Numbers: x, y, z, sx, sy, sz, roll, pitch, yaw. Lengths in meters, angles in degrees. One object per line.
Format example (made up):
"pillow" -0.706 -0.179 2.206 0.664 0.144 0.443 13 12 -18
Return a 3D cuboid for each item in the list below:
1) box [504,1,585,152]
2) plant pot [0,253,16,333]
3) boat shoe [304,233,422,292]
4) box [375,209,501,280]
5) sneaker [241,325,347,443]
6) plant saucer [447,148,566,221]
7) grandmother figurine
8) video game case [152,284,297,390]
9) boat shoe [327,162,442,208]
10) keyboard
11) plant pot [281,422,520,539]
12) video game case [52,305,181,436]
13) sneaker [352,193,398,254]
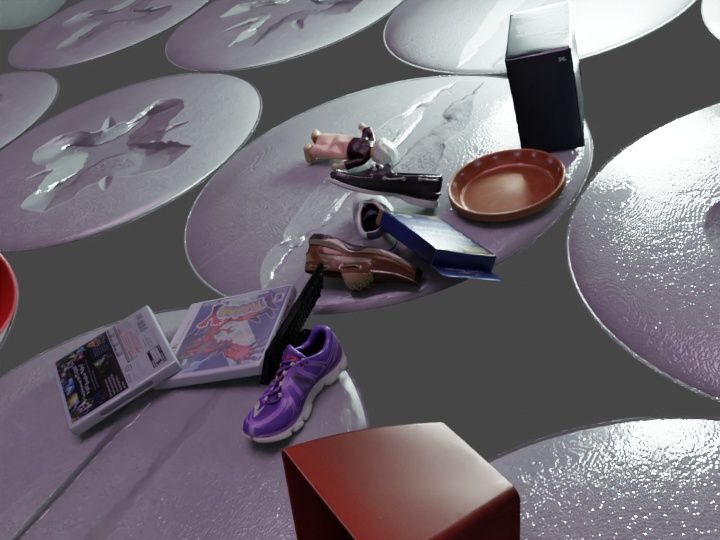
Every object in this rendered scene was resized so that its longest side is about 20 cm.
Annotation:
"box" 0.337 -0.348 1.526 0.117 0.197 0.200 -6 37 18
"plant pot" -0.759 0.044 1.525 0.177 0.201 0.200 1 39 38
"boat shoe" 0.000 0.000 1.336 0.200 0.076 0.074 15 79 26
"box" 0.124 -0.041 1.305 0.121 0.032 0.200 5 23 -34
"sneaker" -0.100 0.151 1.159 0.081 0.084 0.200 10 45 34
"plant saucer" 0.249 -0.143 1.436 0.200 0.032 0.200 -12 37 9
"grandmother figurine" -0.012 -0.242 1.670 0.200 0.061 0.121 14 74 33
"video game case" -0.210 0.102 1.305 0.200 0.023 0.182 -11 36 23
"boat shoe" 0.045 -0.155 1.443 0.200 0.060 0.074 11 12 -8
"keyboard" -0.088 0.086 1.236 0.040 0.104 0.200 23 47 8
"plant pot" 0.053 0.271 0.851 0.176 0.200 0.200 -21 34 -23
"video game case" -0.386 0.151 1.320 0.182 0.023 0.200 -33 34 -11
"sneaker" 0.024 -0.094 1.438 0.073 0.071 0.200 -19 35 -1
